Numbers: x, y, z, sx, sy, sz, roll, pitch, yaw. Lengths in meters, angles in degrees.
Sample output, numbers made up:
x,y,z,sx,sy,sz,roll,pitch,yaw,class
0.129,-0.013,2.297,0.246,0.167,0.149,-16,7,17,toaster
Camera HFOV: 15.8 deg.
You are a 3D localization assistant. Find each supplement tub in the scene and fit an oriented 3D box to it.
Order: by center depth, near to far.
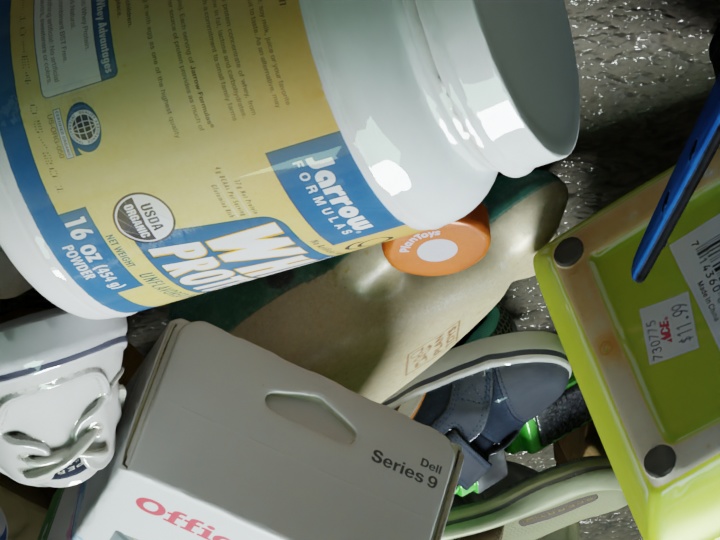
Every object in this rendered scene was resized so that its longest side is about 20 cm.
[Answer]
x,y,z,sx,sy,sz,roll,pitch,yaw,class
-0.034,-0.073,0.946,0.199,0.146,0.145,-16,156,21,supplement tub

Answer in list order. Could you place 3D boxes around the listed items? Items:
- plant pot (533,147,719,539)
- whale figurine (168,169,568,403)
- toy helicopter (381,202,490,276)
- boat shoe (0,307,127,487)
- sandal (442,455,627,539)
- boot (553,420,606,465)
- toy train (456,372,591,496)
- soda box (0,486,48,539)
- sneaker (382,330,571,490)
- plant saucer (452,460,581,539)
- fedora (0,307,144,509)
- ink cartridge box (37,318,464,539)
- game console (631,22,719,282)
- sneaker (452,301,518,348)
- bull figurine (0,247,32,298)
x,y,z,sx,sy,sz,roll,pitch,yaw,class
0.203,0.043,1.192,0.198,0.201,0.181,-30,144,15,plant pot
0.000,0.000,1.223,0.199,0.104,0.159,-29,161,-11,whale figurine
-0.048,-0.044,1.101,0.199,0.079,0.132,-16,148,18,toy helicopter
-0.129,0.057,1.068,0.071,0.066,0.200,-16,174,-15,boat shoe
0.060,0.160,1.407,0.200,0.058,0.080,-24,163,8,sandal
0.205,0.081,1.466,0.154,0.073,0.200,-1,158,-12,boot
0.044,0.102,1.396,0.199,0.042,0.056,-29,-149,-24,toy train
-0.176,0.158,1.290,0.199,0.068,0.064,28,137,-5,soda box
0.022,0.101,1.301,0.199,0.080,0.078,-25,152,16,sneaker
0.028,0.167,1.518,0.199,0.201,0.050,-14,124,17,plant saucer
-0.153,0.083,1.318,0.199,0.082,0.201,13,136,12,fedora
-0.060,0.122,1.178,0.145,0.088,0.200,25,144,-10,ink cartridge box
0.199,-0.086,1.015,0.169,0.119,0.200,-3,157,-9,game console
-0.007,0.050,1.355,0.198,0.078,0.091,-14,149,-3,sneaker
-0.218,0.001,1.124,0.199,0.122,0.065,19,162,-35,bull figurine
